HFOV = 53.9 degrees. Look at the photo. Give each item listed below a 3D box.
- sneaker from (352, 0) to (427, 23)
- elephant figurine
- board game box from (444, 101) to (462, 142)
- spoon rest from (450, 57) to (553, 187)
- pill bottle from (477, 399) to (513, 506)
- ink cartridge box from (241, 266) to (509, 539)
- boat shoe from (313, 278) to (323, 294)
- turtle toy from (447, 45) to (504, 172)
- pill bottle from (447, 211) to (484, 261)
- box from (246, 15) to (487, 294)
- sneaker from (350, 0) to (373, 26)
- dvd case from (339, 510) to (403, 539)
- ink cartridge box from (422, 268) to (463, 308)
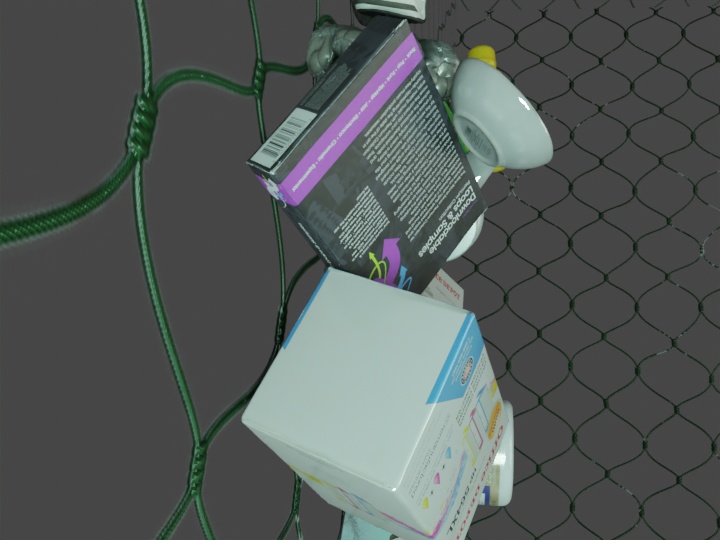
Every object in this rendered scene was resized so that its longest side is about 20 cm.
[{"bbox_3d":[0.054,-0.314,0.702,0.200,0.075,0.117,-37,127,-27],"label":"sneaker"},{"bbox_3d":[0.007,-0.107,0.631,0.153,0.141,0.203,-10,117,-37],"label":"elephant figurine"},{"bbox_3d":[0.059,-0.150,0.823,0.096,0.030,0.200,53,52,-17],"label":"board game box"},{"bbox_3d":[0.106,-0.111,0.579,0.061,0.100,0.200,-42,175,-7],"label":"spoon rest"},{"bbox_3d":[0.073,0.201,0.807,0.116,0.196,0.118,1,90,-80],"label":"pill bottle"},{"bbox_3d":[0.027,0.118,0.538,0.130,0.124,0.201,-61,147,-23],"label":"ink cartridge box"},{"bbox_3d":[-0.017,0.104,0.653,0.072,0.074,0.203,-62,146,-55],"label":"boat shoe"},{"bbox_3d":[0.148,-0.209,0.981,0.200,0.099,0.149,23,65,-70],"label":"turtle toy"},{"bbox_3d":[0.108,-0.082,0.950,0.200,0.114,0.119,-65,155,-73],"label":"pill bottle"},{"bbox_3d":[0.018,-0.062,0.535,0.143,0.036,0.201,-50,136,-14],"label":"box"},{"bbox_3d":[0.030,-0.352,0.748,0.076,0.089,0.204,66,29,-73],"label":"sneaker"},{"bbox_3d":[0.054,0.278,0.883,0.022,0.143,0.202,109,-5,-49],"label":"dvd case"},{"bbox_3d":[0.073,0.090,0.985,0.146,0.082,0.203,38,51,-45],"label":"ink cartridge box"}]
